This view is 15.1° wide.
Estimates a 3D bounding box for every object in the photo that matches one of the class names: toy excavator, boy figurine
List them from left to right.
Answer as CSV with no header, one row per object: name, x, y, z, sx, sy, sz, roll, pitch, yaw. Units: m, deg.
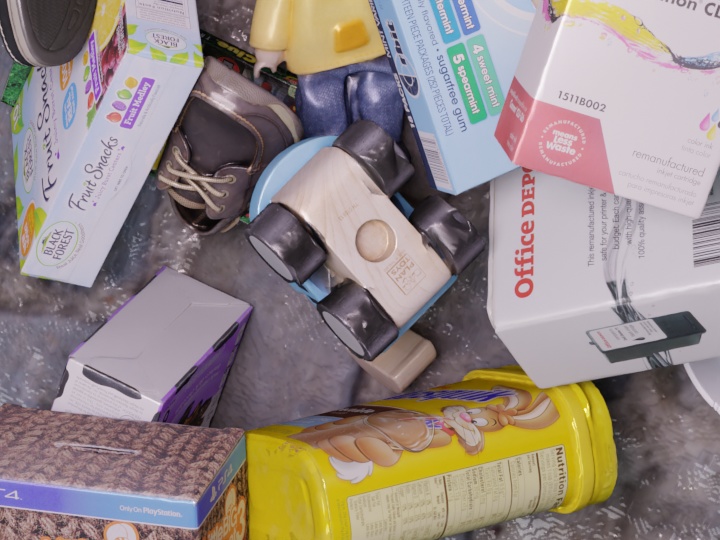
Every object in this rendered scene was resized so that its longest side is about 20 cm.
boy figurine,-0.008,-0.156,1.671,0.124,0.064,0.200,-7,111,-6
toy excavator,0.000,0.000,1.665,0.100,0.200,0.195,-45,107,-10

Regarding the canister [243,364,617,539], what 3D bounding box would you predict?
canister,0.035,0.120,1.673,0.148,0.200,0.087,4,104,62

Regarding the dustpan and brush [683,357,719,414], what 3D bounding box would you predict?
dustpan and brush,0.227,0.033,1.682,0.200,0.057,0.140,24,117,17

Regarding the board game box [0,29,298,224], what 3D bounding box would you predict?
board game box,-0.128,-0.112,1.756,0.200,0.023,0.105,26,119,6

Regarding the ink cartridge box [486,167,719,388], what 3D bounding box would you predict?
ink cartridge box,0.183,-0.023,1.620,0.200,0.147,0.083,-11,144,21

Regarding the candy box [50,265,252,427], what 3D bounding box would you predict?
candy box,-0.157,0.121,1.776,0.071,0.168,0.200,25,117,8

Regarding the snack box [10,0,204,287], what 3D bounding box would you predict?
snack box,-0.158,-0.109,1.651,0.053,0.142,0.200,12,135,-21

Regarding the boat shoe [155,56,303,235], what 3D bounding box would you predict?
boat shoe,-0.082,-0.066,1.645,0.074,0.200,0.073,30,76,8

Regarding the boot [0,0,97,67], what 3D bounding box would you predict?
boot,-0.239,-0.209,1.624,0.154,0.073,0.204,-12,85,37

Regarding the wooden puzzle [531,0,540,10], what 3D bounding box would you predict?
wooden puzzle,0.184,-0.208,1.556,0.200,0.037,0.185,-34,107,-7

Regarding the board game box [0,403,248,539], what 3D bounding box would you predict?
board game box,-0.156,0.198,1.658,0.159,0.097,0.200,5,114,14

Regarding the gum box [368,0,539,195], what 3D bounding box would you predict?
gum box,0.109,-0.161,1.588,0.200,0.045,0.170,-24,106,-17

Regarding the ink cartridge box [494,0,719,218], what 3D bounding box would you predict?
ink cartridge box,0.163,-0.143,1.505,0.116,0.068,0.200,15,104,-11
